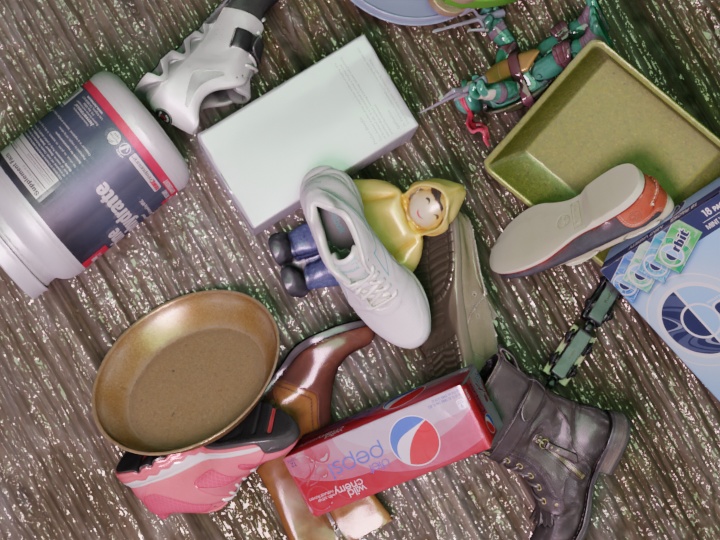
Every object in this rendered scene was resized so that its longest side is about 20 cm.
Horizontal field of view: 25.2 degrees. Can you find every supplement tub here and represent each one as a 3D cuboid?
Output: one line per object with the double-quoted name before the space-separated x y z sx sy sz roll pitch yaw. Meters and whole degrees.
"supplement tub" -0.279 -0.083 1.565 0.200 0.140 0.141 -40 89 -5

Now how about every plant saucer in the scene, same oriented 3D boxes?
"plant saucer" 0.255 -0.113 1.597 0.199 0.200 0.048 38 41 -4
"plant saucer" -0.165 0.106 1.565 0.198 0.036 0.202 -14 44 14

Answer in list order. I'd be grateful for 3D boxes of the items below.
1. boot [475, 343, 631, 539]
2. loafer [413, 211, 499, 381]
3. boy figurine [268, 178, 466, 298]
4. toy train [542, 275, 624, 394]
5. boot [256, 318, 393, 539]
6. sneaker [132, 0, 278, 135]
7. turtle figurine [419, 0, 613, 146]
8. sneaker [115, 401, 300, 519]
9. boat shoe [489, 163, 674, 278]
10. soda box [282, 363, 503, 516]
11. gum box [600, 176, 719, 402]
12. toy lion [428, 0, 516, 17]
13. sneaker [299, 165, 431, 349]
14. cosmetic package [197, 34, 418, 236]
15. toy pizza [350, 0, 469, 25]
"boot" 0.154 0.185 1.574 0.173 0.069 0.202 22 100 -17
"loafer" 0.097 0.032 1.616 0.068 0.075 0.202 7 72 -41
"boy figurine" 0.014 -0.033 1.592 0.198 0.064 0.126 -19 87 16
"toy train" 0.208 0.089 1.629 0.034 0.046 0.201 33 84 1
"boot" -0.026 0.168 1.599 0.187 0.068 0.201 -32 89 -5
"sneaker" -0.129 -0.213 1.607 0.088 0.074 0.200 42 72 1
"turtle figurine" 0.154 -0.210 1.622 0.198 0.151 0.101 -24 131 15
"sneaker" -0.138 0.190 1.572 0.198 0.074 0.087 -17 117 23
"boat shoe" 0.216 -0.039 1.595 0.062 0.199 0.072 29 45 -36
"soda box" 0.030 0.162 1.519 0.199 0.063 0.071 -25 97 21
"gum box" 0.363 0.022 1.574 0.200 0.170 0.045 45 42 -9
"toy lion" 0.146 -0.372 1.627 0.190 0.069 0.202 -12 85 -15
"sneaker" 0.000 0.000 1.530 0.070 0.080 0.201 -30 107 15
"cosmetic package" -0.053 -0.134 1.613 0.199 0.081 0.114 -30 88 -4
"toy pizza" 0.053 -0.348 1.656 0.198 0.032 0.203 1 83 -6
